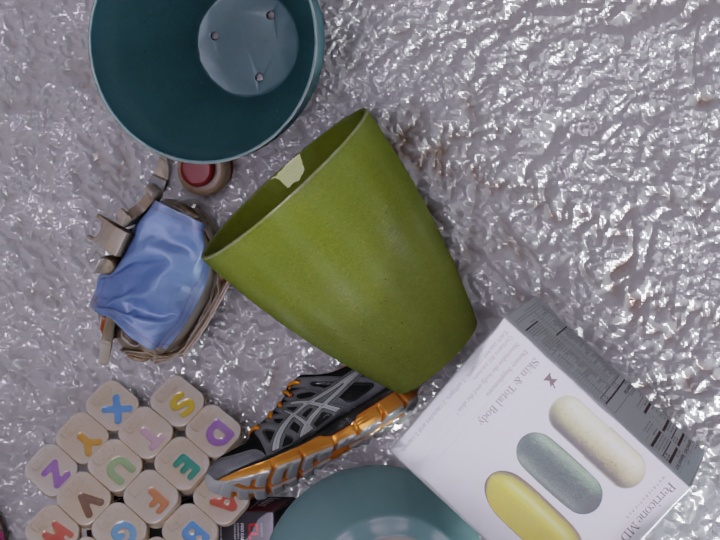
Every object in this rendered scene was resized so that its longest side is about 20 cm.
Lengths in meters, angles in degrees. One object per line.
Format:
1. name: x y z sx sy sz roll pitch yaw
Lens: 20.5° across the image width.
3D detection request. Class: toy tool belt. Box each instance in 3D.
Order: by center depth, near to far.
1. toy tool belt: -0.174 -0.016 1.734 0.124 0.123 0.201 23 101 11

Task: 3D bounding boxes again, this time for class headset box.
1. headset box: -0.138 0.280 1.779 0.199 0.075 0.150 -1 94 15

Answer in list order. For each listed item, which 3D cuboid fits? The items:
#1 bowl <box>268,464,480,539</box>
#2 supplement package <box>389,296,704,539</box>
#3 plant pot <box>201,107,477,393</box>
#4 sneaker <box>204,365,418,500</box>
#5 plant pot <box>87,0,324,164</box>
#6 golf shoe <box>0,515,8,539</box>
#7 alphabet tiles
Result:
1. bowl: 0.020 0.271 1.688 0.199 0.105 0.202 0 93 -9
2. supplement package: 0.158 0.150 1.650 0.200 0.151 0.152 42 103 7
3. plant pot: 0.000 0.000 1.678 0.187 0.187 0.200 -39 101 15
4. sneaker: -0.050 0.133 1.722 0.199 0.078 0.077 -26 74 -19
5. plant pot: -0.115 -0.195 1.694 0.199 0.135 0.202 2 97 14
6. golf shoe: -0.389 0.214 1.830 0.072 0.092 0.201 -25 91 14
7. alphabet tiles: -0.200 0.187 1.759 0.195 0.015 0.200 37 75 29
